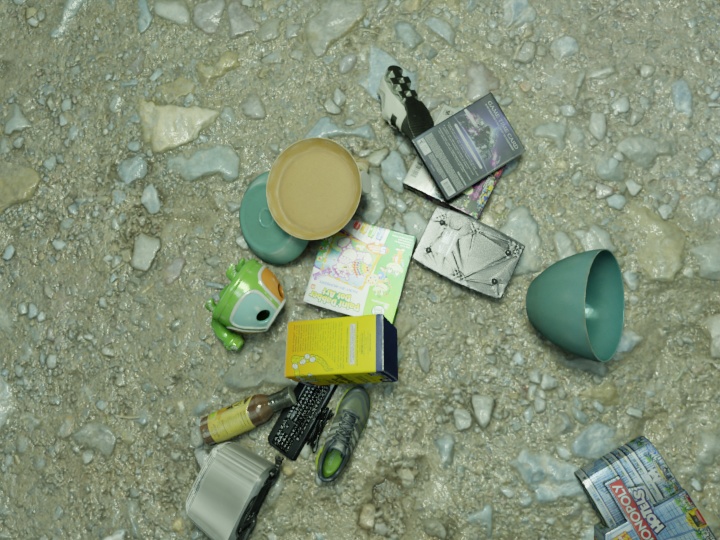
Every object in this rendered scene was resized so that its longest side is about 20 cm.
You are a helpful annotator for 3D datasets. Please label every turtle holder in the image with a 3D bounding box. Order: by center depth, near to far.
[{"bbox_3d":[-0.238,0.075,1.053,0.131,0.141,0.187,33,77,-5],"label":"turtle holder"}]

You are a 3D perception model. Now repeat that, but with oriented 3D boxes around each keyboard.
[{"bbox_3d":[-0.108,0.290,1.047,0.103,0.040,0.201,28,86,12],"label":"keyboard"}]

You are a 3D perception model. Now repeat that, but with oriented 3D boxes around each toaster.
[{"bbox_3d":[-0.251,0.430,1.005,0.128,0.114,0.202,25,86,14],"label":"toaster"}]

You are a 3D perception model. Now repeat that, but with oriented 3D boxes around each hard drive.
[{"bbox_3d":[0.221,-0.036,1.055,0.198,0.042,0.136,26,85,11],"label":"hard drive"}]

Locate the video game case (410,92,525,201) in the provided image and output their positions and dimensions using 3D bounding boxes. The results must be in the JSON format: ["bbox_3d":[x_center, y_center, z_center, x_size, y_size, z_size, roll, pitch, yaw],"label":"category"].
[{"bbox_3d":[0.222,-0.255,1.050,0.199,0.019,0.144,-32,90,-7],"label":"video game case"}]

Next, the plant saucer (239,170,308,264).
[{"bbox_3d":[-0.192,-0.112,1.086,0.198,0.036,0.203,4,98,30],"label":"plant saucer"}]

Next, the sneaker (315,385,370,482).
[{"bbox_3d":[-0.031,0.326,1.004,0.073,0.081,0.202,20,85,0],"label":"sneaker"}]

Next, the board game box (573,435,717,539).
[{"bbox_3d":[0.492,0.443,0.926,0.199,0.062,0.201,-30,78,1],"label":"board game box"}]

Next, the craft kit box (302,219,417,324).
[{"bbox_3d":[0.000,0.000,1.081,0.198,0.049,0.200,15,85,10],"label":"craft kit box"}]

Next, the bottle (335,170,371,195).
[{"bbox_3d":[-0.072,-0.160,1.070,0.198,0.065,0.085,-10,95,31],"label":"bottle"}]

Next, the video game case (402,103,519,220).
[{"bbox_3d":[0.213,-0.231,1.093,0.180,0.036,0.201,27,85,11],"label":"video game case"}]

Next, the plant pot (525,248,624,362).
[{"bbox_3d":[0.393,0.062,0.957,0.134,0.199,0.203,0,78,45],"label":"plant pot"}]

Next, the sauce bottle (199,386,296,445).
[{"bbox_3d":[-0.229,0.295,1.051,0.198,0.065,0.065,-23,78,2],"label":"sauce bottle"}]

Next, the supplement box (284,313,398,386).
[{"bbox_3d":[-0.035,0.159,0.998,0.198,0.109,0.111,-7,67,18],"label":"supplement box"}]

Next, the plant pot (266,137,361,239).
[{"bbox_3d":[-0.091,-0.160,1.010,0.198,0.027,0.203,-1,87,14],"label":"plant pot"}]

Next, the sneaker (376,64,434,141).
[{"bbox_3d":[0.094,-0.335,1.110,0.073,0.088,0.202,-11,72,-34],"label":"sneaker"}]

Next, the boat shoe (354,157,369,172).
[{"bbox_3d":[-0.077,-0.216,1.122,0.198,0.072,0.065,6,46,16],"label":"boat shoe"}]
